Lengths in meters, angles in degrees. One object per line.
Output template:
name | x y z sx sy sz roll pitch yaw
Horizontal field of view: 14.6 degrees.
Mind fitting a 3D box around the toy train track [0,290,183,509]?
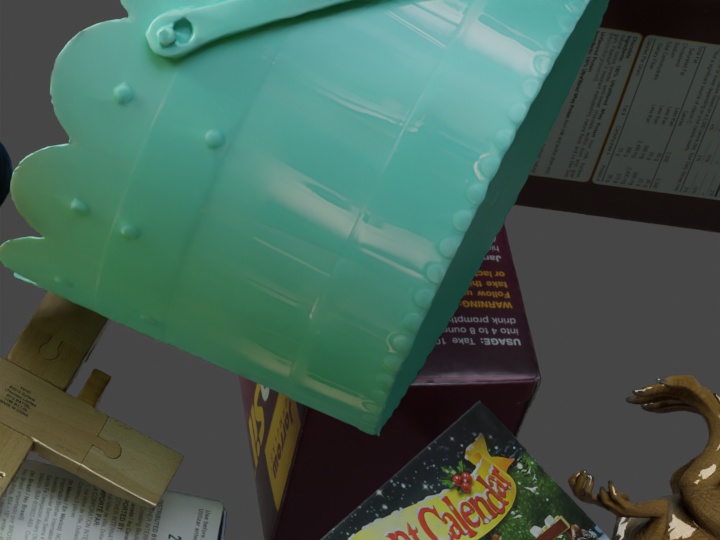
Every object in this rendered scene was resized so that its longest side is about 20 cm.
toy train track | -0.134 0.081 0.925 0.115 0.033 0.200 28 52 0

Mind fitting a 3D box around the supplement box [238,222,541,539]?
supplement box | 0.000 0.000 1.084 0.086 0.110 0.200 1 48 -14

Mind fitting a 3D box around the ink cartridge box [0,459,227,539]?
ink cartridge box | -0.124 0.136 0.947 0.200 0.076 0.136 12 47 -3

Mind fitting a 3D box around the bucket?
bucket | -0.012 -0.054 0.926 0.135 0.207 0.207 27 47 4

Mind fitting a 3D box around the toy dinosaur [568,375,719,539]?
toy dinosaur | 0.146 0.093 1.091 0.200 0.060 0.106 -11 77 -18

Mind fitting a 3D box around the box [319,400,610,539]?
box | 0.021 0.149 0.922 0.137 0.038 0.200 47 49 5

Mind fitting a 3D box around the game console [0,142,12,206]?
game console | -0.246 -0.026 0.938 0.200 0.171 0.118 -44 68 2

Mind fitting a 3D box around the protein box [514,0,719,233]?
protein box | 0.141 -0.134 1.230 0.200 0.135 0.199 8 46 -9
